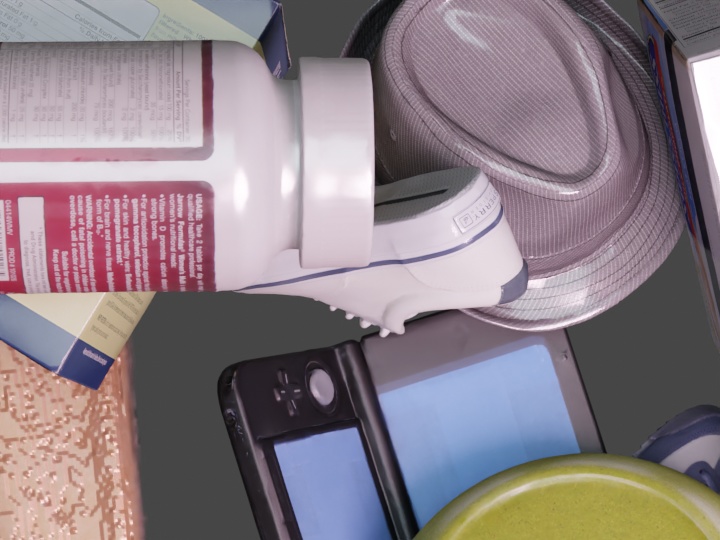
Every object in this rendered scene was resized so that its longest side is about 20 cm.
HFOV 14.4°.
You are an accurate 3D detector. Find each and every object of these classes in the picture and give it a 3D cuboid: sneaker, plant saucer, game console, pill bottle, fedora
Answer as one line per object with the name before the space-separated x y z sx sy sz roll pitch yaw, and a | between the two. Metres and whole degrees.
sneaker | 0.000 0.000 1.403 0.073 0.199 0.071 -40 111 -34
plant saucer | 0.102 0.165 1.333 0.199 0.031 0.201 -5 56 7
game console | 0.041 0.120 1.412 0.116 0.176 0.201 -22 82 28
sneaker | 0.148 0.151 1.396 0.200 0.082 0.070 -52 121 -22
pill bottle | -0.095 -0.045 1.235 0.199 0.110 0.110 -1 84 -3
fedora | 0.077 -0.077 1.427 0.176 0.090 0.200 -33 76 -9

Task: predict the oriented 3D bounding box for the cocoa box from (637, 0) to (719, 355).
cocoa box | 0.225 -0.045 1.380 0.133 0.131 0.201 -15 110 -1

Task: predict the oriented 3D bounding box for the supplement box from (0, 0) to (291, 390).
supplement box | -0.142 -0.064 1.389 0.134 0.200 0.200 31 86 2
